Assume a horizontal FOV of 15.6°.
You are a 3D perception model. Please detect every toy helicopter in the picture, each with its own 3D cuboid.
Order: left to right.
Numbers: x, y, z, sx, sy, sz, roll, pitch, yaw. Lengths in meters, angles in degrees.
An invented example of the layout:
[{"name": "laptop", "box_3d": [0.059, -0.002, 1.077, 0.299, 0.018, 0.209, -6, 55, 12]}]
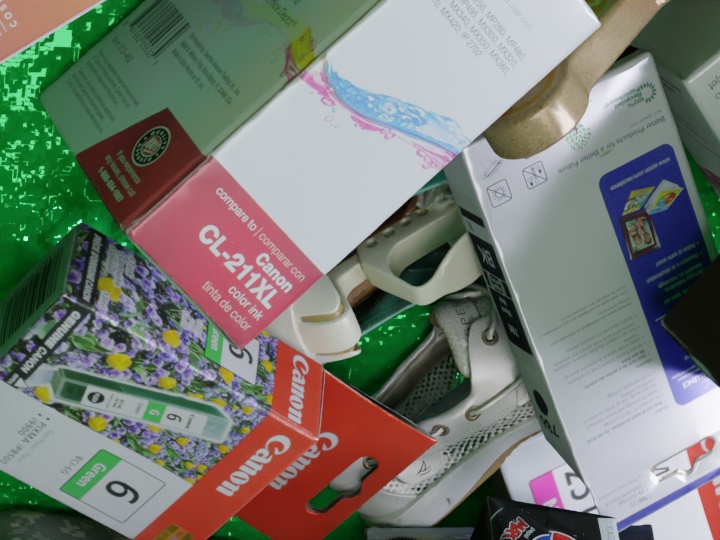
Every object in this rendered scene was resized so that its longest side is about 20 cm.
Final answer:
[{"name": "toy helicopter", "box_3d": [0.122, -0.119, 1.103, 0.200, 0.132, 0.079, -50, 124, -23]}]

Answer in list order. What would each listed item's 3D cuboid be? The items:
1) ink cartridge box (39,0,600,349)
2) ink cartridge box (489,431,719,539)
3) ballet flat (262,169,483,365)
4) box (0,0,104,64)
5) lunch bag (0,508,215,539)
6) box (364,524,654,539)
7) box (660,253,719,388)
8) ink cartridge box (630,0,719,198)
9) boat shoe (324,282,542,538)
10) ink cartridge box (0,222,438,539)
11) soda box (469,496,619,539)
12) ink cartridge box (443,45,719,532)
[{"name": "ink cartridge box", "box_3d": [-0.019, -0.086, 1.086, 0.200, 0.146, 0.083, -41, 122, 2]}, {"name": "ink cartridge box", "box_3d": [0.164, 0.124, 1.312, 0.173, 0.044, 0.201, -24, 119, -7]}, {"name": "ballet flat", "box_3d": [0.000, 0.000, 1.177, 0.200, 0.070, 0.067, -31, 121, -4]}, {"name": "box", "box_3d": [-0.112, -0.200, 1.023, 0.200, 0.106, 0.153, -33, 121, -4]}, {"name": "lunch bag", "box_3d": [-0.089, 0.208, 1.185, 0.199, 0.168, 0.140, 14, 108, -26]}, {"name": "box", "box_3d": [0.067, 0.207, 1.271, 0.136, 0.040, 0.201, -1, 129, -2]}, {"name": "box", "box_3d": [0.229, -0.015, 1.097, 0.075, 0.100, 0.200, 39, 97, -28]}, {"name": "ink cartridge box", "box_3d": [0.233, -0.072, 1.221, 0.144, 0.085, 0.200, -39, 121, -1]}, {"name": "boat shoe", "box_3d": [0.061, 0.039, 1.217, 0.200, 0.071, 0.069, -45, 122, 5]}, {"name": "ink cartridge box", "box_3d": [-0.075, 0.072, 1.161, 0.200, 0.050, 0.109, 32, 126, -22]}, {"name": "soda box", "box_3d": [0.060, 0.199, 1.193, 0.063, 0.071, 0.200, 10, 128, -12]}, {"name": "ink cartridge box", "box_3d": [0.111, 0.009, 1.165, 0.099, 0.039, 0.201, -26, 111, -14]}]
